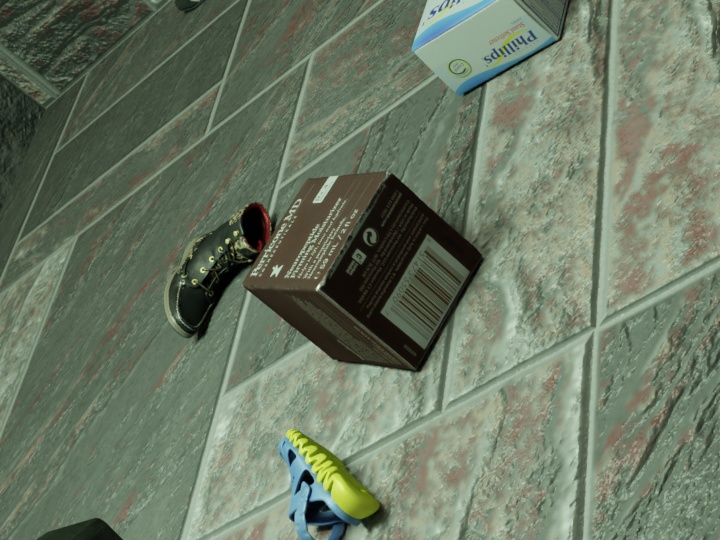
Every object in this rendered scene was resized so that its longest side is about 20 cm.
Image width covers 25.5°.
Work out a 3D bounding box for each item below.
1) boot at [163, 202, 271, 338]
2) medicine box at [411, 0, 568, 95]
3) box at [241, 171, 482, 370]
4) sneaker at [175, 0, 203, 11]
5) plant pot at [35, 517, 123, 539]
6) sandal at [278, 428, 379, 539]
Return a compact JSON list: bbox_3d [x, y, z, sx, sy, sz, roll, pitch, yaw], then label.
[{"bbox_3d":[-0.208,-0.005,2.340,0.150,0.073,0.201,-33,25,34],"label":"boot"},{"bbox_3d":[0.182,-0.363,2.116,0.181,0.103,0.201,-27,34,42],"label":"medicine box"},{"bbox_3d":[0.000,0.000,1.866,0.199,0.164,0.167,1,56,60],"label":"box"},{"bbox_3d":[-0.346,-0.619,3.367,0.199,0.088,0.075,-25,37,46],"label":"sneaker"},{"bbox_3d":[-0.345,0.410,1.890,0.199,0.200,0.178,-23,26,46],"label":"plant pot"},{"bbox_3d":[-0.053,0.240,1.747,0.087,0.079,0.200,-54,24,2],"label":"sandal"}]
